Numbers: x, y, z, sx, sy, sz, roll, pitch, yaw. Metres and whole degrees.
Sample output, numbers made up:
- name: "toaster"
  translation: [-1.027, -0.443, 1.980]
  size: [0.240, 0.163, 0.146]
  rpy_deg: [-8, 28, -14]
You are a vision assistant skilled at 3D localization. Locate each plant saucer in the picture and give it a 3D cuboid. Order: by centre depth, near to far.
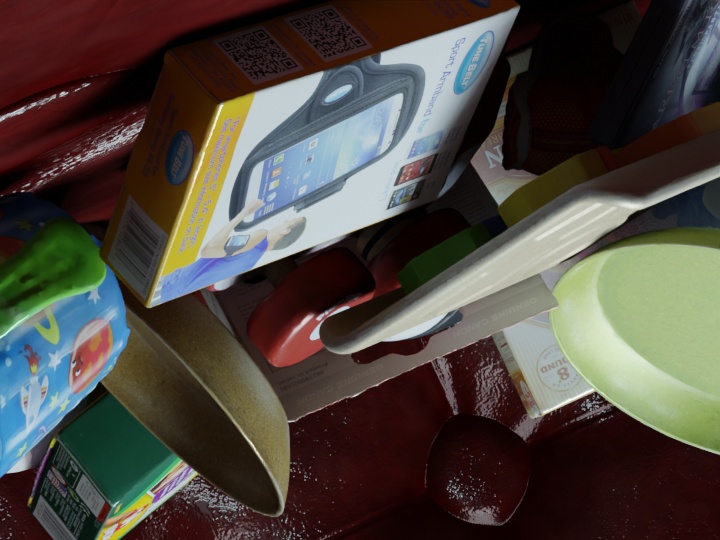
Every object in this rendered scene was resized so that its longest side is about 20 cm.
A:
- name: "plant saucer"
  translation: [-0.100, 0.041, 1.374]
  size: [0.035, 0.200, 0.200]
  rpy_deg: [-45, -178, -15]
- name: "plant saucer"
  translation: [0.197, 0.035, 1.412]
  size: [0.200, 0.200, 0.031]
  rpy_deg: [-30, -148, 55]

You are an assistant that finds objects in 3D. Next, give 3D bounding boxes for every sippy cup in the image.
- name: "sippy cup"
  translation: [-0.179, 0.032, 1.220]
  size: [0.178, 0.140, 0.130]
  rpy_deg: [12, -148, 37]

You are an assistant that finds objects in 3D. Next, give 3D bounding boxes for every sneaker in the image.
- name: "sneaker"
  translation: [0.121, -0.087, 1.448]
  size: [0.077, 0.073, 0.200]
  rpy_deg: [8, -157, 6]

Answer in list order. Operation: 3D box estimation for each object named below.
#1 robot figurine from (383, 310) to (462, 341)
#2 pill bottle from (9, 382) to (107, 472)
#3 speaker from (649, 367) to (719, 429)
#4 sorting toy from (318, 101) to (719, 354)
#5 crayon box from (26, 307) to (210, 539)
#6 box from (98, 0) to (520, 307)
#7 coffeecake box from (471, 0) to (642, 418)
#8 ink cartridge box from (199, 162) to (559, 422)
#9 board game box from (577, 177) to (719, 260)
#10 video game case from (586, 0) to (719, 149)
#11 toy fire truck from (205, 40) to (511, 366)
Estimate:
- name: "robot figurine"
  translation: [0.036, -0.021, 1.822]
  size: [0.150, 0.125, 0.200]
  rpy_deg: [-51, 166, 20]
- name: "pill bottle"
  translation: [-0.201, 0.066, 1.642]
  size: [0.104, 0.104, 0.200]
  rpy_deg: [-25, 177, 12]
- name: "speaker"
  translation: [0.232, -0.009, 1.526]
  size: [0.200, 0.088, 0.088]
  rpy_deg: [-56, 174, 3]
- name: "sorting toy"
  translation: [0.097, -0.027, 1.289]
  size: [0.200, 0.036, 0.185]
  rpy_deg: [-28, 176, 41]
- name: "crayon box"
  translation: [-0.105, 0.085, 1.590]
  size: [0.173, 0.058, 0.200]
  rpy_deg: [-38, 174, -19]
- name: "box"
  translation: [-0.012, -0.063, 1.175]
  size: [0.200, 0.041, 0.119]
  rpy_deg: [-20, 146, -38]
- name: "coffeecake box"
  translation: [0.131, -0.034, 1.611]
  size: [0.153, 0.200, 0.073]
  rpy_deg: [-25, 176, -3]
- name: "ink cartridge box"
  translation: [0.000, 0.000, 1.470]
  size: [0.161, 0.200, 0.050]
  rpy_deg: [-24, 137, -7]
- name: "board game box"
  translation: [0.235, -0.078, 1.463]
  size: [0.199, 0.043, 0.200]
  rpy_deg: [9, -120, 42]
- name: "video game case"
  translation: [0.176, -0.130, 1.354]
  size: [0.143, 0.019, 0.200]
  rpy_deg: [-64, 165, 14]
- name: "toy fire truck"
  translation: [0.002, -0.056, 1.336]
  size: [0.200, 0.112, 0.168]
  rpy_deg: [-22, 157, -45]
